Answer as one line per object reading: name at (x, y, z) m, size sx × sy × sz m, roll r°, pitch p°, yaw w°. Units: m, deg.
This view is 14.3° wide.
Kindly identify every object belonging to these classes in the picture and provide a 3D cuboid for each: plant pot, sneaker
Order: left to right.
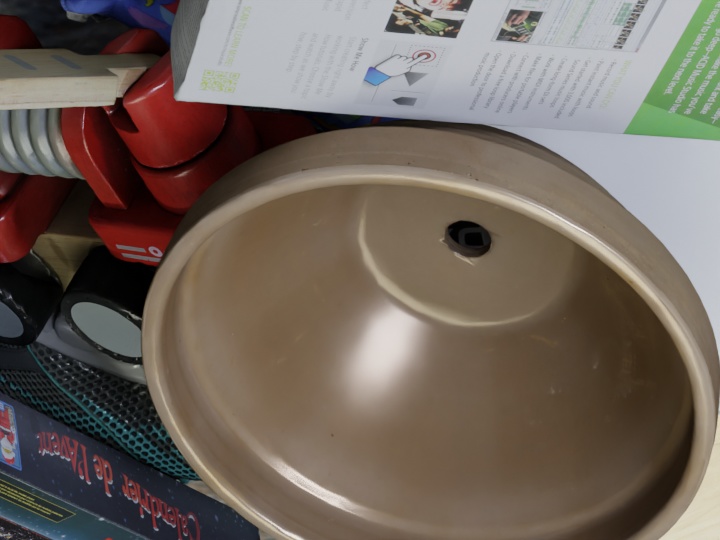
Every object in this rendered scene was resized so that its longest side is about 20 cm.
sneaker at (-0.071, 0.059, 1.220) m, size 0.200 × 0.078 × 0.091 m, roll 29°, pitch 131°, yaw 3°
plant pot at (0.031, 0.015, 1.014) m, size 0.201 × 0.093 × 0.201 m, roll 8°, pitch 131°, yaw 10°

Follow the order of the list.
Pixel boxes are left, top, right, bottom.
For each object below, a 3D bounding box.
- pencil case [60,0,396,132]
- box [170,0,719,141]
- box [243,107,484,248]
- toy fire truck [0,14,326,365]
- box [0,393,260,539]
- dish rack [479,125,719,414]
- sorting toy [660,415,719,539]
pencil case at (-0.028, -0.101, 1.101) m, size 0.200 × 0.078 × 0.087 m, roll 26°, pitch 116°, yaw -29°
box at (0.050, -0.096, 0.904) m, size 0.200 × 0.036 × 0.144 m, roll 5°, pitch 150°, yaw -13°
box at (0.000, 0.000, 1.234) m, size 0.200 × 0.050 × 0.158 m, roll -1°, pitch 122°, yaw 12°
toy fire truck at (-0.119, -0.049, 1.067) m, size 0.176 × 0.129 × 0.200 m, roll 8°, pitch 145°, yaw 34°
box at (-0.148, 0.115, 1.172) m, size 0.137 × 0.038 × 0.200 m, roll -25°, pitch 149°, yaw 22°
dish rack at (0.110, -0.033, 1.047) m, size 0.172 × 0.044 × 0.200 m, roll -5°, pitch 110°, yaw 30°
sorting toy at (0.118, 0.062, 1.174) m, size 0.200 × 0.070 × 0.199 m, roll -23°, pitch 110°, yaw 22°
